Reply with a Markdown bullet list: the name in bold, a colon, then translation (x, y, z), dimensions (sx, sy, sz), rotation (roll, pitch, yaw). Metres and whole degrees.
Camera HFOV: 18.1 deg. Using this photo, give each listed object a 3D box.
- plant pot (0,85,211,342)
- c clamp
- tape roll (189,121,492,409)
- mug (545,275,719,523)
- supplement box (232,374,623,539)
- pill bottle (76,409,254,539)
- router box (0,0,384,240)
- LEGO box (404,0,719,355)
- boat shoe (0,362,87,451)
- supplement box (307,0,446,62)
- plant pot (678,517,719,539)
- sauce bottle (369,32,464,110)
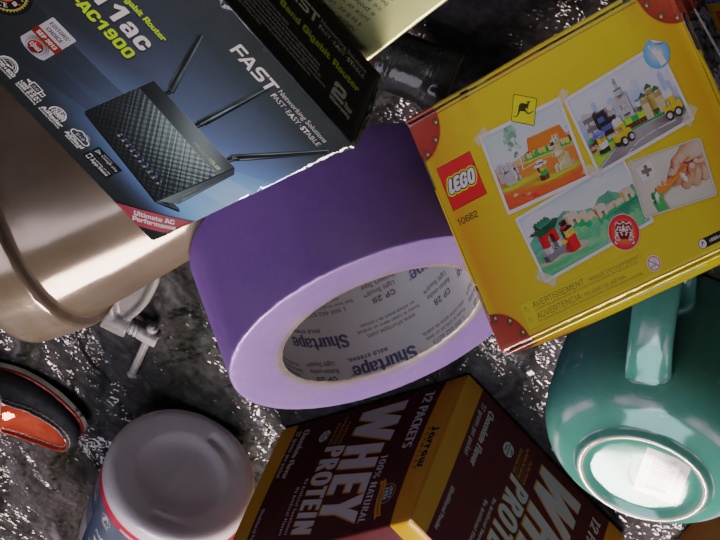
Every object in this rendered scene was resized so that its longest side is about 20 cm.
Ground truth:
- **plant pot**: translation (-0.152, -0.070, 1.423), dimensions (0.173, 0.201, 0.200), rotation (-14, 131, 17)
- **c clamp**: translation (-0.227, -0.002, 1.655), dimensions (0.199, 0.027, 0.171), rotation (30, 143, -8)
- **tape roll**: translation (0.000, 0.000, 1.397), dimensions (0.199, 0.085, 0.200), rotation (-17, 155, -9)
- **mug**: translation (0.187, 0.081, 1.454), dimensions (0.152, 0.115, 0.185), rotation (-18, 126, 42)
- **supplement box**: translation (0.047, 0.207, 1.666), dimensions (0.200, 0.133, 0.197), rotation (-19, 125, 42)
- **pill bottle**: translation (-0.163, 0.208, 1.796), dimensions (0.119, 0.120, 0.200), rotation (25, 143, -1)
- **router box**: translation (-0.108, -0.121, 1.155), dimensions (0.149, 0.062, 0.200), rotation (-24, 122, 35)
- **LEGO box**: translation (0.143, -0.060, 1.261), dimensions (0.200, 0.077, 0.150), rotation (-27, 82, 38)
- **boat shoe**: translation (-0.317, 0.103, 1.802), dimensions (0.199, 0.063, 0.071), rotation (24, 141, -1)
- **supplement box**: translation (-0.035, -0.222, 1.174), dimensions (0.200, 0.135, 0.200), rotation (39, 132, -20)
- **plant pot**: translation (0.304, 0.281, 1.609), dimensions (0.199, 0.140, 0.201), rotation (16, 143, 12)
- **sauce bottle**: translation (-0.036, -0.148, 1.347), dimensions (0.199, 0.065, 0.065), rotation (21, 143, 1)
